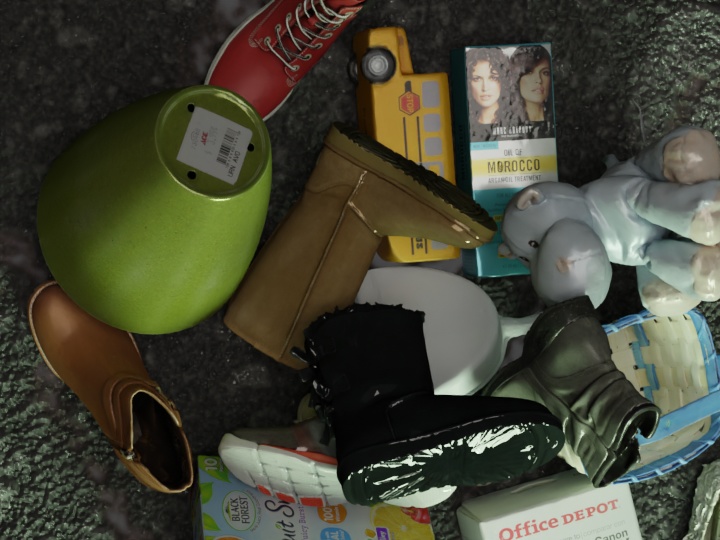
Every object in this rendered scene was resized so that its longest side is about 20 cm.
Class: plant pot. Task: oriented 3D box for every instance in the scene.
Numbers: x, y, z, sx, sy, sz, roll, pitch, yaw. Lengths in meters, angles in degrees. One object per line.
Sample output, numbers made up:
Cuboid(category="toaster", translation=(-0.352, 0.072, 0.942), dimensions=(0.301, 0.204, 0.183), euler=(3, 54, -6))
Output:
Cuboid(category="plant pot", translation=(-0.145, -0.068, 1.592), dimensions=(0.186, 0.200, 0.189), euler=(7, 69, -20))

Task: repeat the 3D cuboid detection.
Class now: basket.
Cuboid(category="basket", translation=(0.250, 0.104, 1.705), dimensions=(0.175, 0.200, 0.140), euler=(-18, 94, -25))

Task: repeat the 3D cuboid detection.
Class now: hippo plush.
Cuboid(category="hippo plush", translation=(0.202, -0.049, 1.645), dimensions=(0.160, 0.160, 0.201), euler=(-10, 60, -22))

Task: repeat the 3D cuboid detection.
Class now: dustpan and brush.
Cuboid(category="dustpan and brush", translation=(0.100, 0.051, 1.738), dimensions=(0.198, 0.057, 0.140), euler=(-12, 60, -8))

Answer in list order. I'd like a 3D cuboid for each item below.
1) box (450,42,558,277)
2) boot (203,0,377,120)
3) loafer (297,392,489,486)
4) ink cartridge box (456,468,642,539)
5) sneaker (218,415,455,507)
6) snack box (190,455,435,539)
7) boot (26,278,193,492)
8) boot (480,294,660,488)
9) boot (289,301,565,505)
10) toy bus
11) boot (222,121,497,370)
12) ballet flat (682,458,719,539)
Cuboid(category="box", translation=(0.129, -0.097, 1.756), dimensions=(0.082, 0.049, 0.202), euler=(-4, 93, -12))
Cuboid(category="boot", translation=(-0.054, -0.196, 1.665), dimensions=(0.072, 0.144, 0.200), euler=(41, 85, -12))
Cuboid(category="loafer", translation=(0.043, 0.132, 1.725), dimensions=(0.199, 0.068, 0.076), euler=(11, 54, -20))
Cuboid(category="ink cartridge box", translation=(0.180, 0.289, 1.763), dimensions=(0.144, 0.083, 0.201), euler=(-15, 95, -11))
Cuboid(category="sneaker", translation=(-0.017, 0.145, 1.660), dimensions=(0.198, 0.077, 0.082), euler=(7, 55, 3))
Cuboid(category="snack box", translation=(-0.039, 0.225, 1.682), dimensions=(0.198, 0.143, 0.053), euler=(5, 122, -12))
Cuboid(category="boot", translation=(-0.202, 0.097, 1.635), dimensions=(0.076, 0.155, 0.201), euler=(-28, 97, -10))
Cuboid(category="boot", translation=(0.165, 0.124, 1.617), dimensions=(0.067, 0.200, 0.131), euler=(-14, 62, -26))
Cuboid(category="boot", translation=(0.051, 0.097, 1.610), dimensions=(0.197, 0.163, 0.074), euler=(-12, 138, -5))
Cuboid(category="toy bus", translation=(0.037, -0.108, 1.727), dimensions=(0.078, 0.065, 0.202), euler=(-5, 93, -12))
Cuboid(category="boot", translation=(0.000, 0.000, 1.677), dimensions=(0.175, 0.066, 0.201), euler=(33, 108, 15))
Cuboid(category="ballet flat", translation=(0.320, 0.269, 1.804), dimensions=(0.071, 0.072, 0.202), euler=(6, 91, -13))
